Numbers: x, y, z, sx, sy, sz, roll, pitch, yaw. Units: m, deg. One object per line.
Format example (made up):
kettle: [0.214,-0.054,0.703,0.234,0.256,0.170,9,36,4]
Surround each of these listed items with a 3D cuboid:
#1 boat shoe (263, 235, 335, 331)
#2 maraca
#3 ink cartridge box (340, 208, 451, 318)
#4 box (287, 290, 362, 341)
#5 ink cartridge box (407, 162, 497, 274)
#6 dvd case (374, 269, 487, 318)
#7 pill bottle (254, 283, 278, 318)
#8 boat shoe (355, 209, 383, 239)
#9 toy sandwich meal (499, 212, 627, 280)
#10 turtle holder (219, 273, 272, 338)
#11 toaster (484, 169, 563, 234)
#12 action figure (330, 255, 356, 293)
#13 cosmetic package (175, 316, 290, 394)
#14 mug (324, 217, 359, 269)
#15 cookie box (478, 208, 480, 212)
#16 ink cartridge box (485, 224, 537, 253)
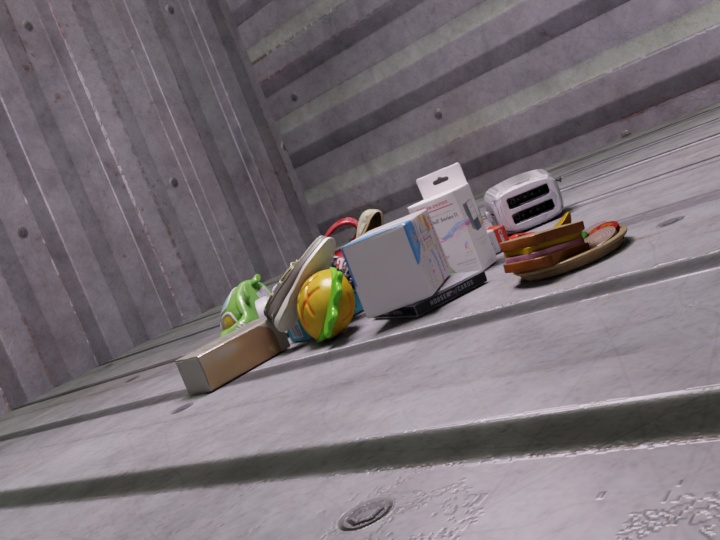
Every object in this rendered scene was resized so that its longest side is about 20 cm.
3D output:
boat shoe: [-0.119,0.016,1.546,0.204,0.060,0.072,-59,-34,3]
maraca: [-0.059,0.062,1.463,0.105,0.140,0.200,9,-4,-11]
ink cartridge box: [0.069,-0.019,1.407,0.123,0.131,0.200,-20,6,21]
box: [-0.055,0.081,1.660,0.198,0.050,0.082,-27,6,-31]
ink cartridge box: [0.168,-0.089,1.543,0.116,0.203,0.067,-18,6,40]
dvd case: [0.115,0.043,1.432,0.148,0.025,0.199,-25,6,-21]
pill bottle: [-0.128,0.066,1.779,0.197,0.114,0.112,-23,5,1]
boat shoe: [0.013,-0.035,1.780,0.072,0.204,0.063,6,1,-12]
toy sandwich meal: [0.305,-0.046,1.233,0.202,0.071,0.205,-23,5,2]
turtle holder: [-0.261,0.116,1.887,0.131,0.140,0.188,-36,39,26]
toaster: [0.376,-0.155,1.815,0.197,0.115,0.129,-20,9,7]
action figure: [0.000,0.000,1.602,0.196,0.104,0.119,6,-4,-1]
cosmetic package: [-0.245,0.161,1.562,0.198,0.072,0.104,-27,7,-38]
mug: [-0.032,-0.017,1.909,0.198,0.180,0.133,-26,-10,15]
cookie box: [0.199,-0.071,1.920,0.169,0.076,0.200,-21,6,23]
ink cartridge box: [0.256,-0.058,1.678,0.197,0.051,0.109,-26,6,-13]
